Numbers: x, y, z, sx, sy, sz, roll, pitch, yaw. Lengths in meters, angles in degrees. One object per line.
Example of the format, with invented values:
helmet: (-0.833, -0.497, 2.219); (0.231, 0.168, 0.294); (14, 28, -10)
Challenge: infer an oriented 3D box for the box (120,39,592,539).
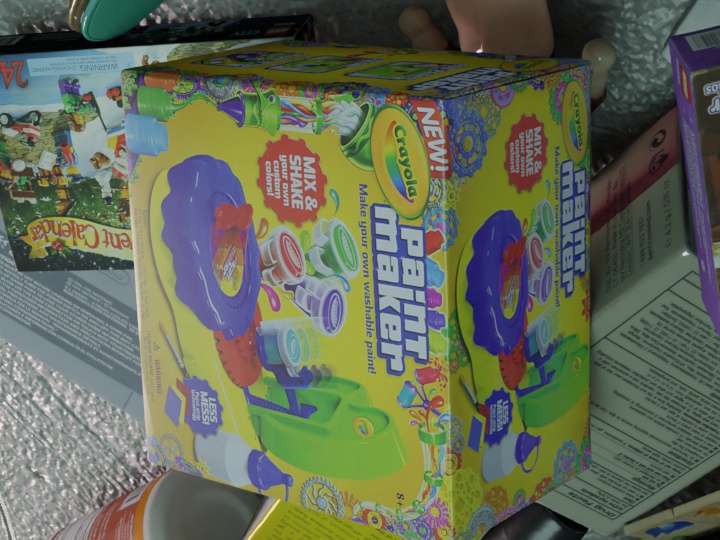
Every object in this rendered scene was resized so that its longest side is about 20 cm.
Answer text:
box: (0.000, 0.000, 0.782); (0.193, 0.122, 0.200); (9, 108, 37)

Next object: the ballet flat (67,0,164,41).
ballet flat: (-0.098, -0.199, 0.841); (0.200, 0.071, 0.065); (-39, 77, 36)

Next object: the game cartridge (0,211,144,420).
game cartridge: (-0.175, 0.013, 1.043); (0.200, 0.040, 0.133); (31, 135, -2)

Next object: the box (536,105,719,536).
box: (0.147, 0.032, 0.855); (0.128, 0.109, 0.200); (29, 133, -21)

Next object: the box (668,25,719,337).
box: (0.239, -0.054, 0.693); (0.200, 0.039, 0.137); (-14, 122, 2)

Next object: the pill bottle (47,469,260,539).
pill bottle: (-0.159, 0.217, 1.140); (0.200, 0.112, 0.112); (-31, 109, 37)

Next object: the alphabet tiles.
alphabet tiles: (0.246, 0.131, 0.905); (0.200, 0.008, 0.167); (-29, 150, 37)

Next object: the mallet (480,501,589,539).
mallet: (0.141, 0.213, 0.909); (0.066, 0.041, 0.200); (-40, 82, 28)

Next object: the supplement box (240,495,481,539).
supplement box: (0.012, 0.135, 1.007); (0.110, 0.109, 0.200); (32, 131, -3)

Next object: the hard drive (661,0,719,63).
hard drive: (0.246, -0.144, 0.749); (0.132, 0.027, 0.200); (30, 130, -1)

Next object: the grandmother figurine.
grandmother figurine: (0.077, -0.111, 0.830); (0.121, 0.061, 0.200); (25, 141, 41)

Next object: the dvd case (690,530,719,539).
dvd case: (0.202, 0.251, 0.925); (0.143, 0.018, 0.200); (-26, 93, 29)

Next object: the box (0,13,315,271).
box: (-0.115, -0.069, 0.928); (0.200, 0.038, 0.137); (-2, 116, 17)
